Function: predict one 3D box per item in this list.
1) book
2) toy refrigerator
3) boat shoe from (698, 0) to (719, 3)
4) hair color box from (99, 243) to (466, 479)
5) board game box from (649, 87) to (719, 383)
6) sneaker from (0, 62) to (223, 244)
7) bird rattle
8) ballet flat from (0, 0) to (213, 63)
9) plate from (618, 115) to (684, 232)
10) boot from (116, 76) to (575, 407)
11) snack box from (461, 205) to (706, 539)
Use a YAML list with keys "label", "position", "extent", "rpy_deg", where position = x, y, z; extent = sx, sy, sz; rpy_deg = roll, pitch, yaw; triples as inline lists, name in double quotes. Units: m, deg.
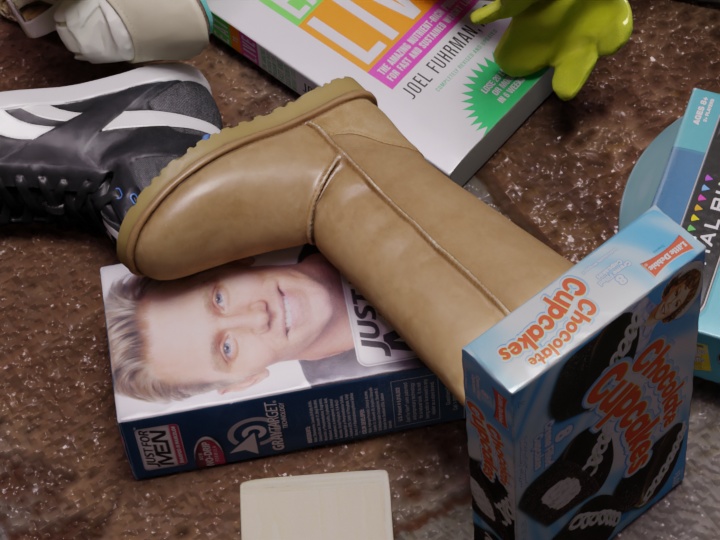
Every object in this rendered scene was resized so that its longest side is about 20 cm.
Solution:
- label: "book"
  position: [0.017, -0.143, 1.206]
  extent: [0.199, 0.048, 0.134]
  rpy_deg: [35, 66, 21]
- label: "toy refrigerator"
  position: [-0.015, 0.171, 0.894]
  extent: [0.069, 0.201, 0.076]
  rpy_deg: [-5, 56, 1]
- label: "boat shoe"
  position: [0.161, -0.201, 1.215]
  extent: [0.200, 0.072, 0.061]
  rpy_deg: [8, 52, 6]
- label: "hair color box"
  position: [-0.032, 0.036, 1.072]
  extent: [0.198, 0.061, 0.101]
  rpy_deg: [-11, 55, -3]
- label: "board game box"
  position: [0.247, -0.002, 1.057]
  extent: [0.199, 0.047, 0.152]
  rpy_deg: [16, 59, 14]
- label: "sneaker"
  position: [-0.164, -0.044, 1.128]
  extent: [0.199, 0.073, 0.112]
  rpy_deg: [-18, 55, -10]
- label: "bird rattle"
  position: [0.108, -0.210, 1.145]
  extent: [0.162, 0.113, 0.201]
  rpy_deg: [18, 73, 36]
- label: "ballet flat"
  position: [-0.158, -0.151, 1.181]
  extent: [0.069, 0.070, 0.200]
  rpy_deg: [-37, 34, -20]
- label: "plate"
  position: [0.242, -0.028, 1.119]
  extent: [0.199, 0.026, 0.201]
  rpy_deg: [-2, 55, 3]
- label: "boot"
  position: [0.000, 0.000, 1.019]
  extent: [0.175, 0.066, 0.200]
  rpy_deg: [-34, 59, -19]
- label: "snack box"
  position: [0.105, 0.070, 0.955]
  extent: [0.116, 0.201, 0.037]
  rpy_deg: [-36, 58, -19]
